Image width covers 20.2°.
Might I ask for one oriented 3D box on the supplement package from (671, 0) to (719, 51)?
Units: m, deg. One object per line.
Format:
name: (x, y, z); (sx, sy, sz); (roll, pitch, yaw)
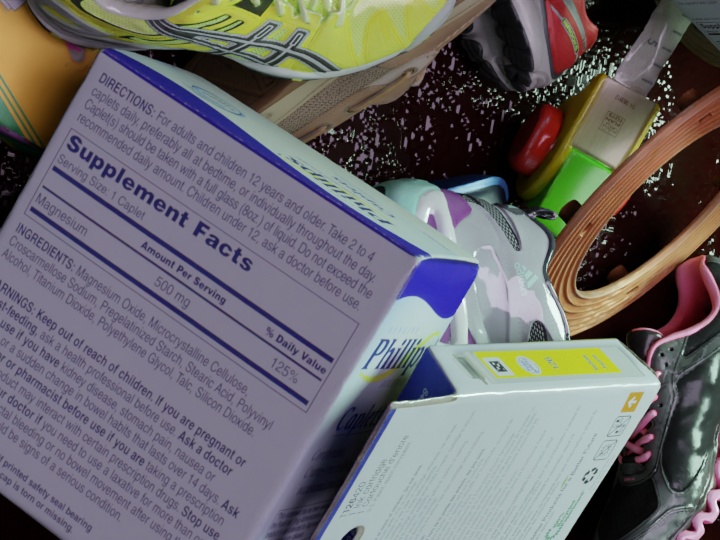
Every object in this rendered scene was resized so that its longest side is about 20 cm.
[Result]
supplement package: (0.259, -0.187, 0.975); (0.200, 0.147, 0.191); (40, 72, -27)

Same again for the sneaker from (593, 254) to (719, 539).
sneaker: (0.177, 0.078, 1.163); (0.095, 0.079, 0.200); (39, 70, -21)

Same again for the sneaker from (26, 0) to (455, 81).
sneaker: (-0.052, -0.125, 0.917); (0.200, 0.076, 0.075); (-2, 91, -8)

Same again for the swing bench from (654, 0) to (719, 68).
swing bench: (0.275, -0.216, 1.147); (0.199, 0.130, 0.200); (-5, 103, -27)

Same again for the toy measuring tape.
toy measuring tape: (0.137, -0.093, 1.110); (0.074, 0.074, 0.200); (28, 94, -27)

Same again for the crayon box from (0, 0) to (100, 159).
crayon box: (-0.154, -0.168, 0.966); (0.119, 0.058, 0.200); (31, 81, -26)

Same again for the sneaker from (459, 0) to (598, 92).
sneaker: (0.079, -0.198, 1.086); (0.085, 0.077, 0.200); (-29, 115, -33)

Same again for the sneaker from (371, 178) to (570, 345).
sneaker: (0.057, 0.060, 1.001); (0.140, 0.078, 0.200); (6, 100, -19)

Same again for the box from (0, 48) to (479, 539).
box: (-0.076, 0.032, 0.926); (0.200, 0.184, 0.105); (-59, 161, 10)

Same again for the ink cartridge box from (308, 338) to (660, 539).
ink cartridge box: (0.025, 0.121, 0.937); (0.200, 0.047, 0.198); (3, 125, -46)

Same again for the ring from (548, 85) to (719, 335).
ring: (0.161, -0.038, 1.098); (0.200, 0.200, 0.019); (-33, 68, -20)

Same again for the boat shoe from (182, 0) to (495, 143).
boat shoe: (0.002, -0.119, 1.008); (0.200, 0.071, 0.065); (-28, 150, 18)

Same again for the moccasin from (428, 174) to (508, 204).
moccasin: (0.000, 0.000, 1.053); (0.200, 0.080, 0.068); (-14, 99, -24)
